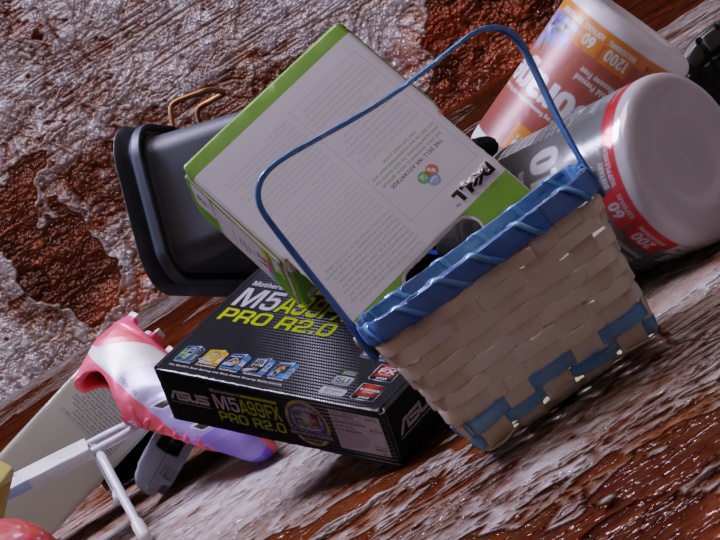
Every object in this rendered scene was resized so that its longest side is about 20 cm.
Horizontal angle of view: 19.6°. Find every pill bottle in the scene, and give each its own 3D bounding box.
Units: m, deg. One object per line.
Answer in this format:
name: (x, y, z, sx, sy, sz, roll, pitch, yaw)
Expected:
pill bottle: (0.146, -0.043, 1.368, 0.199, 0.114, 0.114, -26, 9, 48)
pill bottle: (0.157, -0.110, 1.620, 0.201, 0.112, 0.112, -56, 1, 13)

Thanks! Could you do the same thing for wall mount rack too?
wall mount rack: (-0.238, 0.189, 1.596, 0.199, 0.075, 0.174, -27, 7, -9)

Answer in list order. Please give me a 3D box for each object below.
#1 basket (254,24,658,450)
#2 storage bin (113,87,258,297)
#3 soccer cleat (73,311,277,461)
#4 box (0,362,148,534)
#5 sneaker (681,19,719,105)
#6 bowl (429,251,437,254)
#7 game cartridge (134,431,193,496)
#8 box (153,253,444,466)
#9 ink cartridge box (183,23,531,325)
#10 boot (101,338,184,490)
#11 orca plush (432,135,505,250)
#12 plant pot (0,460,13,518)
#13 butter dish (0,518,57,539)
basket: (0.058, -0.012, 1.168, 0.175, 0.201, 0.139, -31, 7, -1)
storage bin: (-0.069, -0.070, 1.520, 0.133, 0.147, 0.200, -18, -8, 21)
soccer cleat: (-0.141, 0.104, 1.592, 0.199, 0.067, 0.077, 34, 77, 38)
box: (-0.258, 0.164, 1.740, 0.200, 0.082, 0.068, -46, 5, 0)
sneaker: (0.267, -0.145, 1.710, 0.199, 0.076, 0.079, -34, 4, -8)
bowl: (0.002, 0.047, 1.720, 0.200, 0.040, 0.201, -33, 6, 4)
game cartridge: (-0.121, 0.081, 1.705, 0.201, 0.041, 0.133, -60, 7, 8)
box: (-0.012, 0.047, 1.359, 0.199, 0.045, 0.160, 8, 40, 39)
ink cartridge box: (0.006, -0.039, 1.353, 0.148, 0.200, 0.076, -44, -21, -12)
boot: (-0.163, 0.125, 1.869, 0.200, 0.075, 0.097, -40, 18, 5)
orca plush: (0.068, -0.038, 1.481, 0.105, 0.071, 0.200, -42, -13, 22)
plant pot: (-0.372, 0.227, 1.418, 0.195, 0.193, 0.202, -44, -32, -56)
butter dish: (-0.242, 0.209, 1.235, 0.199, 0.149, 0.199, -36, 7, -23)
